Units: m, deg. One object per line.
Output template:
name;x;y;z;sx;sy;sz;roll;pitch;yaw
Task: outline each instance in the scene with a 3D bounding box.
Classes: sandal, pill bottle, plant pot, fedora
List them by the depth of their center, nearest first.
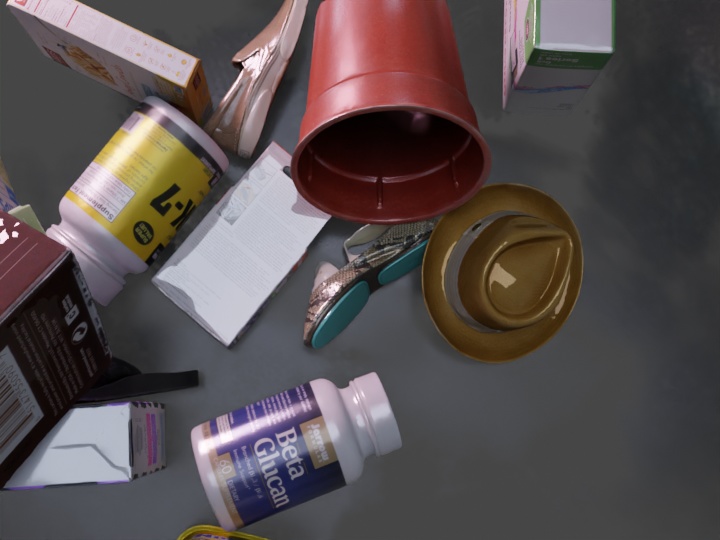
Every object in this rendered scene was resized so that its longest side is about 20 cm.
sandal;-0.255;0.106;0.970;0.199;0.075;0.049;-2;81;-45
pill bottle;-0.063;0.177;0.988;0.198;0.111;0.112;-21;83;-6
plant pot;0.027;-0.184;0.998;0.198;0.201;0.198;0;61;-3
pill bottle;-0.239;-0.071;1.012;0.114;0.114;0.201;37;82;2
fedora;0.164;0.002;1.022;0.198;0.082;0.204;0;90;-18

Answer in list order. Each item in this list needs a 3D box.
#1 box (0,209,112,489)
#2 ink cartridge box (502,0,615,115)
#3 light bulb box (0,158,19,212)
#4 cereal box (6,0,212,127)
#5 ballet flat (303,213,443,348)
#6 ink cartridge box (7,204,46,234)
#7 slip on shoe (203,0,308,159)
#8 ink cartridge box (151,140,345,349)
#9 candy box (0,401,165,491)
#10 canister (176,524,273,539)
box;-0.341;0.044;0.788;0.198;0.167;0.165;27;58;18
ink cartridge box;0.205;-0.264;1.025;0.083;0.200;0.147;2;82;0
light bulb box;-0.445;-0.119;0.964;0.123;0.198;0.202;-22;83;-5
cereal box;-0.256;-0.223;1.018;0.198;0.144;0.040;25;81;1
ballet flat;0.000;0.000;1.049;0.199;0.068;0.075;-39;64;-14
ink cartridge box;-0.374;0.042;0.961;0.198;0.048;0.147;-24;102;18
slip on shoe;-0.111;-0.225;1.065;0.060;0.076;0.202;21;88;-7
ink cartridge box;-0.118;-0.027;1.046;0.109;0.050;0.201;39;80;3
candy box;-0.283;0.166;0.931;0.165;0.200;0.073;-4;82;-3
canister;-0.115;0.301;0.918;0.147;0.200;0.088;15;79;-4
